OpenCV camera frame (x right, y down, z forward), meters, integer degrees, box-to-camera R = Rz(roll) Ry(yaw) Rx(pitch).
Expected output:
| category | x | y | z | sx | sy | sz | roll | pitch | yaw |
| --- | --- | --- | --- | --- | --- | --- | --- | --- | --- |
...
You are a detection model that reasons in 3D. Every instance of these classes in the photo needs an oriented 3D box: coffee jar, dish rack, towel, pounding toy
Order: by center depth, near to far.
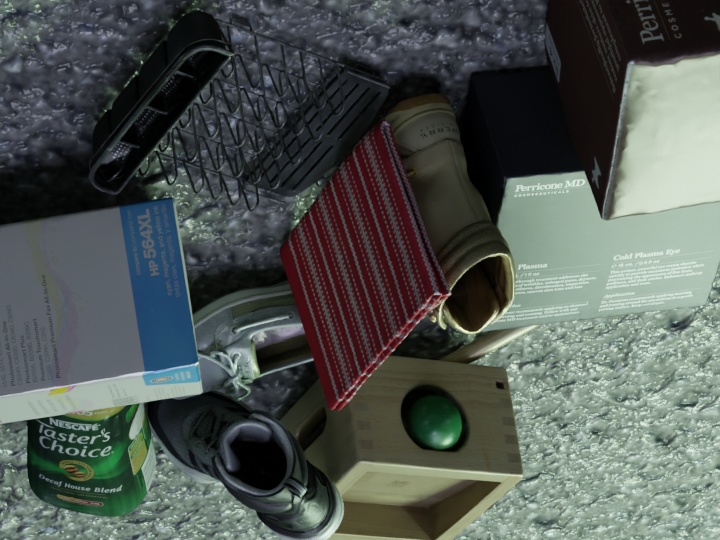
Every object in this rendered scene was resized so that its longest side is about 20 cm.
| category | x | y | z | sx | sy | sz | roll | pitch | yaw |
| --- | --- | --- | --- | --- | --- | --- | --- | --- | --- |
| dish rack | -0.080 | -0.102 | 1.576 | 0.199 | 0.055 | 0.153 | 16 | 134 | -35 |
| towel | 0.000 | 0.000 | 1.632 | 0.022 | 0.146 | 0.200 | -7 | 156 | -29 |
| coffee jar | -0.218 | 0.107 | 1.755 | 0.103 | 0.086 | 0.201 | 11 | 141 | 8 |
| pounding toy | 0.047 | 0.127 | 1.866 | 0.183 | 0.143 | 0.200 | 7 | 148 | -26 |

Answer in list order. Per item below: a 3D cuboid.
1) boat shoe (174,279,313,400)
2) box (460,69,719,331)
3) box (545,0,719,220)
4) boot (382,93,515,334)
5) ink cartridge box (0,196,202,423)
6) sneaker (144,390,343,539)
| category | x | y | z | sx | sy | sz | roll | pitch | yaw |
| --- | --- | --- | --- | --- | --- | --- | --- | --- | --- |
| boat shoe | -0.068 | 0.054 | 1.740 | 0.200 | 0.065 | 0.075 | -20 | 145 | -16 |
| box | 0.177 | -0.058 | 1.680 | 0.198 | 0.105 | 0.183 | -6 | 143 | -13 |
| box | 0.246 | -0.159 | 1.524 | 0.198 | 0.167 | 0.165 | -9 | 143 | -9 |
| boot | 0.049 | -0.012 | 1.643 | 0.072 | 0.156 | 0.201 | -10 | 149 | -25 |
| ink cartridge box | -0.221 | 0.034 | 1.603 | 0.198 | 0.126 | 0.129 | -8 | 169 | -5 |
| sneaker | -0.102 | 0.135 | 1.766 | 0.076 | 0.199 | 0.114 | -50 | 154 | -13 |
